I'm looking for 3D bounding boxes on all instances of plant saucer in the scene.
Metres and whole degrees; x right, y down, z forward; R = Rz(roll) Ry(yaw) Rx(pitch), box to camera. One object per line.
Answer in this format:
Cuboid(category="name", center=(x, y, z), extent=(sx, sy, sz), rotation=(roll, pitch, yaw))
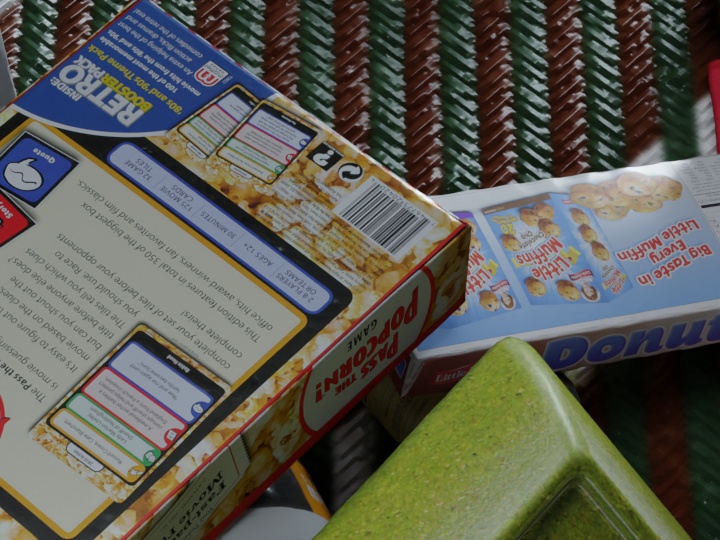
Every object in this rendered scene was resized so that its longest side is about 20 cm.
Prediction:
Cuboid(category="plant saucer", center=(0.058, 0.155, 0.818), extent=(0.200, 0.048, 0.200), rotation=(-45, 101, -23))

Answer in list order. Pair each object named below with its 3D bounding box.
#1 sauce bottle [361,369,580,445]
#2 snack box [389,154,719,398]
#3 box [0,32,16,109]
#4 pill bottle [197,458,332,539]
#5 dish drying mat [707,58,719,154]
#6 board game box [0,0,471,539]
Cuboid(category="sauce bottle", center=(0.000, 0.000, 0.985), extent=(0.065, 0.065, 0.200), rotation=(-31, 59, -16))
Cuboid(category="snack box", center=(0.093, -0.003, 0.949), extent=(0.199, 0.024, 0.072), rotation=(-9, 52, -23))
Cuboid(category="box", center=(-0.251, -0.113, 1.061), extent=(0.124, 0.098, 0.200), rotation=(-38, 61, -21))
Cuboid(category="pill bottle", center=(-0.072, 0.087, 0.899), extent=(0.116, 0.117, 0.201), rotation=(-23, 57, -11))
Cuboid(category="dish drying mat", center=(0.179, -0.004, 1.002), extent=(0.076, 0.018, 0.201), rotation=(-3, 56, 3))
Cuboid(category="board game box", center=(-0.085, 0.016, 0.848), extent=(0.151, 0.046, 0.200), rotation=(36, 61, 23))
